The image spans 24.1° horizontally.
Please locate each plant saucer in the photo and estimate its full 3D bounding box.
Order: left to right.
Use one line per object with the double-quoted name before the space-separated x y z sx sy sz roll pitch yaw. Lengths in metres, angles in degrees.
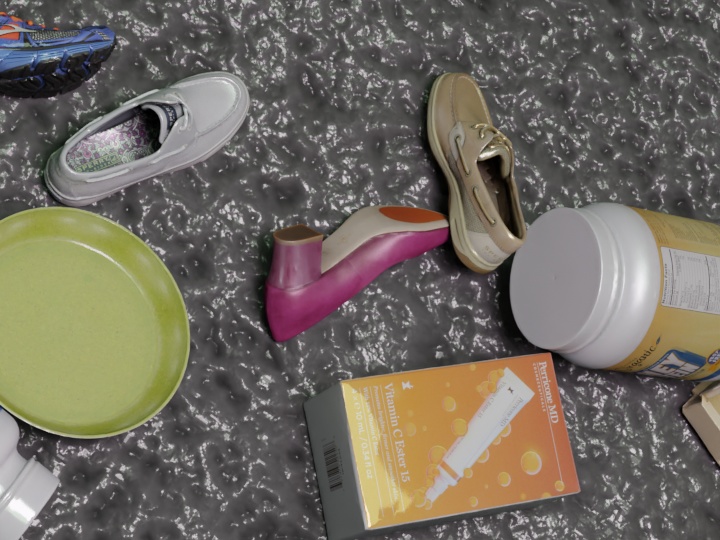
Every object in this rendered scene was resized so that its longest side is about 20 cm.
"plant saucer" -0.235 0.045 1.362 0.199 0.031 0.201 14 60 -24

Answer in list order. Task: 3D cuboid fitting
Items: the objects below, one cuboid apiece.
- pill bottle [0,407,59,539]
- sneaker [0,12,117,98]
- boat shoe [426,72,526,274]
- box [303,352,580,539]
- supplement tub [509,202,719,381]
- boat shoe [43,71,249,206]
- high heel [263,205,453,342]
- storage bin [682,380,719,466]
"pill bottle" -0.329 0.129 1.275 0.200 0.112 0.112 38 66 -7
"sneaker" -0.299 -0.189 1.398 0.199 0.075 0.079 -7 75 -24
"boat shoe" 0.110 -0.098 1.513 0.072 0.065 0.201 16 55 -37
"box" 0.068 0.150 1.431 0.199 0.097 0.125 -7 78 -23
"supplement tub" 0.246 0.019 1.491 0.199 0.144 0.146 8 72 -33
"boat shoe" -0.175 -0.121 1.428 0.199 0.068 0.072 -23 84 -25
"high heel" 0.000 0.000 1.485 0.199 0.067 0.097 -9 116 -31
"storage bin" 0.435 0.144 1.577 0.198 0.094 0.201 -35 90 -26
